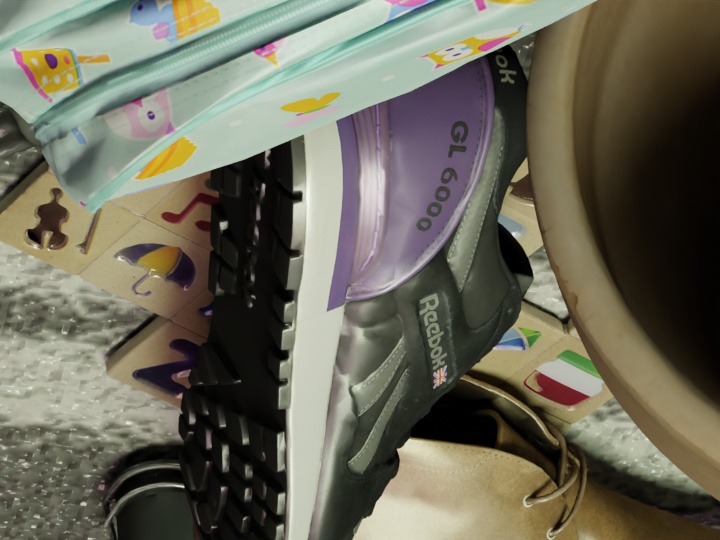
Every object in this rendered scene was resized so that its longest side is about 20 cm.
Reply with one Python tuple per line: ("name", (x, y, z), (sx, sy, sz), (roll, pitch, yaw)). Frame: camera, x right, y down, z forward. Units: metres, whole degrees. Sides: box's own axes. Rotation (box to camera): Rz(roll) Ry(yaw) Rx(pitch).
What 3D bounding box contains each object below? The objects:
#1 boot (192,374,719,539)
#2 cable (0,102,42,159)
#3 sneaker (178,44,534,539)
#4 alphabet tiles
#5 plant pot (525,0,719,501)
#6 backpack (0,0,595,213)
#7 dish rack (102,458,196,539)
("boot", (0.054, 0.080, 0.861), (0.199, 0.074, 0.076), (14, 128, -16))
("cable", (-0.087, -0.052, 0.683), (0.199, 0.097, 0.051), (-21, 102, 11))
("sneaker", (0.006, 0.025, 0.763), (0.087, 0.076, 0.201), (-9, 133, -22))
("alphabet tiles", (0.000, 0.000, 0.814), (0.199, 0.008, 0.167), (26, 133, -30))
("plant pot", (0.143, -0.008, 0.693), (0.199, 0.201, 0.175), (-6, 160, 4))
("backpack", (-0.001, -0.099, 0.540), (0.199, 0.127, 0.167), (-23, 180, 18))
("dish rack", (-0.045, 0.149, 0.958), (0.153, 0.055, 0.200), (17, 139, -21))
